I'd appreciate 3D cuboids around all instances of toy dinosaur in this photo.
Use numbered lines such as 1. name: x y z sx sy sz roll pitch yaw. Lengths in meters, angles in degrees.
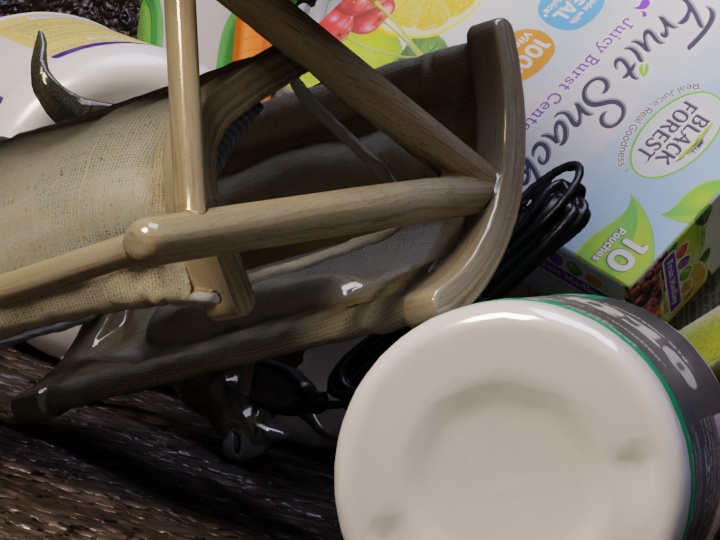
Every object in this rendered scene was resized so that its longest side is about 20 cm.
1. toy dinosaur: -0.080 -0.007 1.160 0.102 0.200 0.077 -20 -13 7

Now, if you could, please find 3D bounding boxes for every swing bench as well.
1. swing bench: -0.077 -0.024 0.969 0.199 0.130 0.200 -16 -20 37

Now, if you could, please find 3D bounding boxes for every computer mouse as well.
1. computer mouse: 0.000 0.000 1.088 0.046 0.140 0.200 51 -13 -33

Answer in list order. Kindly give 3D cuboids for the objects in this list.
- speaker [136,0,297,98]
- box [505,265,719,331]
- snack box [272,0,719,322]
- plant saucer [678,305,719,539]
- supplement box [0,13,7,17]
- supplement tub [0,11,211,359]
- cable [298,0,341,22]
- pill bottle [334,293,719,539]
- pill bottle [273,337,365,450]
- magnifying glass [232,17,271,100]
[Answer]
1. speaker: -0.081 -0.073 1.463 0.088 0.200 0.088 7 7 -1
2. box: 0.166 0.011 1.196 0.200 0.095 0.078 -5 -28 17
3. snack box: 0.081 -0.072 1.187 0.200 0.142 0.053 32 -22 30
4. plant saucer: 0.180 0.065 1.146 0.200 0.048 0.200 15 -29 -25
5. supplement box: -0.266 -0.086 1.424 0.103 0.131 0.200 17 3 12
6. supplement tub: -0.135 -0.043 1.307 0.145 0.146 0.200 15 5 -24
7. cable: -0.009 -0.041 1.450 0.069 0.200 0.200 7 -6 0
8. pill bottle: 0.067 0.064 0.949 0.113 0.113 0.200 18 4 12
9. pill bottle: 0.028 0.028 1.274 0.109 0.110 0.200 19 5 27
10. magnifying glass: -0.055 -0.042 1.364 0.022 0.200 0.080 9 -26 -17
